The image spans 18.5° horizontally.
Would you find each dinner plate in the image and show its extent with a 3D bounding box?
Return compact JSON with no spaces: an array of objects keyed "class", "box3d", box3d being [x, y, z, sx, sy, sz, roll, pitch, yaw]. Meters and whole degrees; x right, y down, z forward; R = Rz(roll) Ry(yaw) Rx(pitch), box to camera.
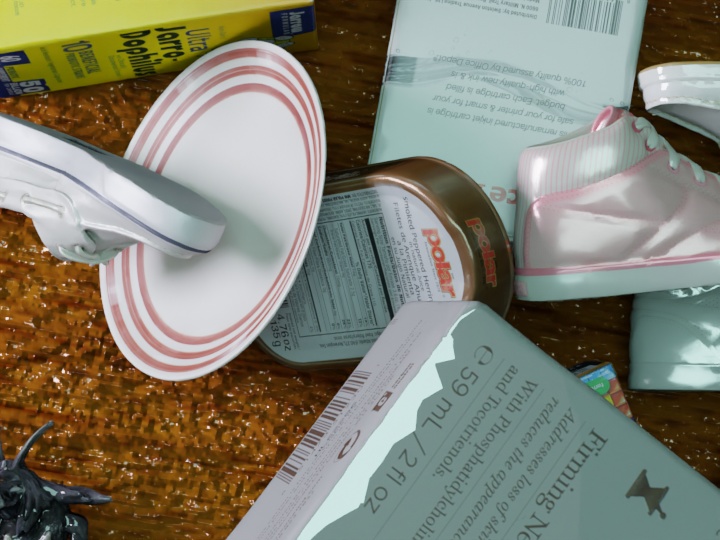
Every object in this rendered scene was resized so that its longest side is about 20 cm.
[{"class":"dinner plate","box3d":[-0.081,-0.033,1.258,0.024,0.200,0.201,18,79,-40]}]

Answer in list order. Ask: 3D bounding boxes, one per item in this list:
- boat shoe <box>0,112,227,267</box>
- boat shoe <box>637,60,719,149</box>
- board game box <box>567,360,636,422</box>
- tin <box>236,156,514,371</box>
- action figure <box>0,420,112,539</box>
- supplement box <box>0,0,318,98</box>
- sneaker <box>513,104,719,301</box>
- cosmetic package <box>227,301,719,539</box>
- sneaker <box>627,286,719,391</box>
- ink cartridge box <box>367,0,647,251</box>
[{"class":"boat shoe","box3d":[-0.157,-0.035,1.259,0.200,0.072,0.066,24,96,36]},{"class":"boat shoe","box3d":[0.250,-0.071,1.277,0.199,0.071,0.070,13,83,-16]},{"class":"board game box","box3d":[0.076,0.163,1.207,0.200,0.057,0.166,-23,93,-9]},{"class":"tin","box3d":[0.000,0.000,1.237,0.042,0.200,0.112,-26,103,-43]},{"class":"action figure","box3d":[-0.201,0.184,1.246,0.118,0.102,0.201,-4,83,11]},{"class":"supplement box","box3d":[-0.130,-0.178,1.294,0.199,0.109,0.110,-9,81,-1]},{"class":"sneaker","box3d":[0.179,-0.042,1.215,0.200,0.075,0.105,-5,91,-7]},{"class":"cosmetic package","box3d":[0.066,0.138,1.087,0.200,0.166,0.168,37,83,-7]},{"class":"sneaker","box3d":[0.255,0.013,1.284,0.199,0.074,0.116,0,84,1]},{"class":"ink cartridge box","box3d":[0.086,-0.110,1.297,0.146,0.083,0.201,11,82,2]}]
